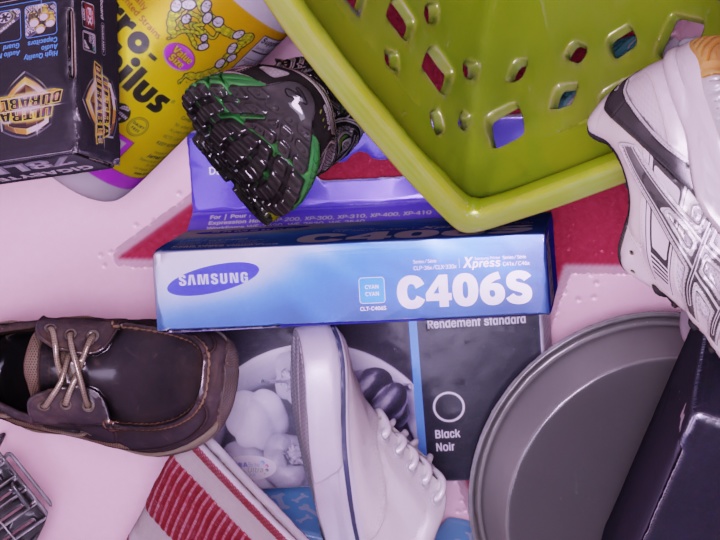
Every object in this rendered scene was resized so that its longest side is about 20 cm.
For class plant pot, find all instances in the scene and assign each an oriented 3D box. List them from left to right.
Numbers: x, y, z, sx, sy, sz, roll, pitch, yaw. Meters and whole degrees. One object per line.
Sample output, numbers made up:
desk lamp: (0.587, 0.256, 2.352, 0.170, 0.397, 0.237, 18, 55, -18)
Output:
plant pot: (0.084, -0.168, 1.089, 0.198, 0.182, 0.200, -20, 133, 26)

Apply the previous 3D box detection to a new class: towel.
towel: (-0.076, 0.192, 1.262, 0.144, 0.023, 0.200, 44, 134, 17)

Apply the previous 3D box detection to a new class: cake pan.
cake pan: (0.159, 0.123, 1.247, 0.199, 0.037, 0.202, -3, 107, -9)

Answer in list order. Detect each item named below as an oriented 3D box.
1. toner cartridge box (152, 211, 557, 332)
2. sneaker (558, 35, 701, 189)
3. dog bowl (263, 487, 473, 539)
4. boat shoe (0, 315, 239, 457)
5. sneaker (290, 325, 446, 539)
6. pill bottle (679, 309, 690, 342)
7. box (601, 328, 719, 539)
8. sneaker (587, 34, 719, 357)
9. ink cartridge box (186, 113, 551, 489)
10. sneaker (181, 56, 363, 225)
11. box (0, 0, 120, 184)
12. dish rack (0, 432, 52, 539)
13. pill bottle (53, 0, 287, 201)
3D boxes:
toner cartridge box: (0.000, 0.000, 1.181, 0.198, 0.095, 0.044, -3, 97, 7)
sneaker: (0.189, -0.071, 1.158, 0.078, 0.200, 0.091, -44, 116, -23)
dog bowl: (0.001, 0.191, 1.302, 0.199, 0.050, 0.112, 13, 107, 3)
boat shoe: (-0.147, 0.060, 1.217, 0.199, 0.073, 0.075, -6, 80, 44)
sneaker: (0.008, 0.108, 1.213, 0.070, 0.073, 0.201, -14, 124, -4)
pill bottle: (0.275, 0.049, 1.193, 0.200, 0.114, 0.114, 36, 107, -13)
box: (0.231, 0.131, 1.120, 0.199, 0.118, 0.197, 18, 130, 1)
sneaker: (0.163, 0.001, 1.022, 0.087, 0.075, 0.201, -21, 82, 35)
ink cartridge box: (0.004, 0.019, 1.256, 0.197, 0.043, 0.201, -3, 104, 7)
sneaker: (-0.037, -0.080, 1.146, 0.085, 0.200, 0.078, -42, 93, -5)
box: (-0.218, -0.140, 1.165, 0.199, 0.050, 0.200, -8, 81, 25)
dish rack: (-0.275, 0.102, 1.305, 0.153, 0.055, 0.200, -34, 102, 15)
pill bottle: (-0.097, -0.137, 1.189, 0.104, 0.104, 0.200, 44, 105, -7)
